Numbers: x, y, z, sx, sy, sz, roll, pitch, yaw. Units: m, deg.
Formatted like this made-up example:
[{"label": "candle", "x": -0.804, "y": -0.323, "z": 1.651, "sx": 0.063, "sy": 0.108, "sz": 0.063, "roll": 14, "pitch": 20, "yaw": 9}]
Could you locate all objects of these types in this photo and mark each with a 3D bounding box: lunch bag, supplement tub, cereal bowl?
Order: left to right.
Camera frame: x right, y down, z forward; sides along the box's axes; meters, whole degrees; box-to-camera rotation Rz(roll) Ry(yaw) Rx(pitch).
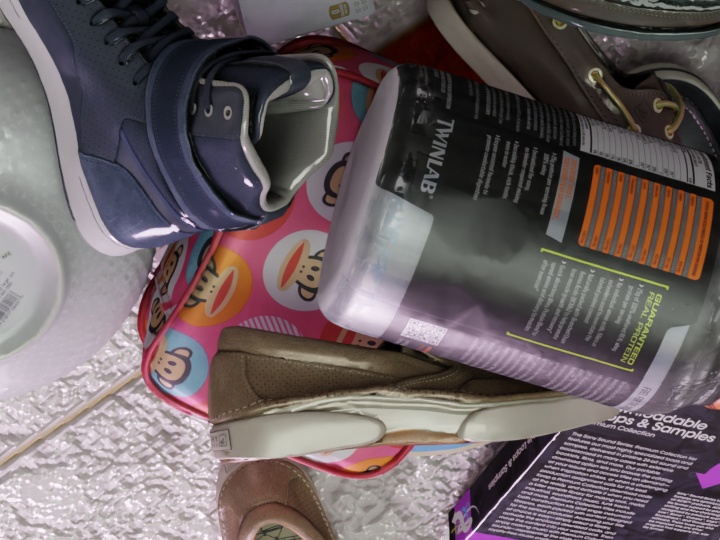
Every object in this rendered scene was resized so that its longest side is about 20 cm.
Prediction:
[{"label": "cereal bowl", "x": -0.194, "y": -0.014, "z": 1.002, "sx": 0.200, "sy": 0.083, "sz": 0.200, "roll": -6, "pitch": 120, "yaw": -10}, {"label": "lunch bag", "x": 0.000, "y": 0.000, "z": 1.023, "sx": 0.176, "sy": 0.082, "sz": 0.200, "roll": 25, "pitch": 106, "yaw": -16}, {"label": "supplement tub", "x": 0.090, "y": -0.009, "z": 0.920, "sx": 0.200, "sy": 0.123, "sz": 0.123, "roll": 17, "pitch": 116, "yaw": -7}]

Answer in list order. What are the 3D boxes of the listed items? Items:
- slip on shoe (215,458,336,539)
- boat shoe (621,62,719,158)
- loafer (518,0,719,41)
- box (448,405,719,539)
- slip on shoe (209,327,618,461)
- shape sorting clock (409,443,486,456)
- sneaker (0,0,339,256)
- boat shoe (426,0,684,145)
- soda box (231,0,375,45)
[{"label": "slip on shoe", "x": -0.032, "y": 0.191, "z": 1.175, "sx": 0.076, "sy": 0.061, "sz": 0.200, "roll": -15, "pitch": 123, "yaw": -4}, {"label": "boat shoe", "x": 0.172, "y": -0.017, "z": 1.095, "sx": 0.074, "sy": 0.062, "sz": 0.200, "roll": -10, "pitch": 122, "yaw": 4}, {"label": "loafer", "x": 0.085, "y": -0.162, "z": 0.939, "sx": 0.200, "sy": 0.072, "sz": 0.063, "roll": 19, "pitch": 153, "yaw": 8}, {"label": "box", "x": 0.153, "y": 0.110, "z": 1.143, "sx": 0.143, "sy": 0.036, "sz": 0.200, "roll": 13, "pitch": 141, "yaw": -19}, {"label": "slip on shoe", "x": 0.026, "y": 0.052, "z": 0.971, "sx": 0.200, "sy": 0.076, "sz": 0.061, "roll": -4, "pitch": 85, "yaw": -13}, {"label": "shape sorting clock", "x": 0.039, "y": 0.017, "z": 1.101, "sx": 0.200, "sy": 0.039, "sz": 0.200, "roll": -6, "pitch": 121, "yaw": -10}, {"label": "sneaker", "x": -0.087, "y": -0.110, "z": 0.914, "sx": 0.077, "sy": 0.146, "sz": 0.203, "roll": -30, "pitch": 108, "yaw": -43}, {"label": "boat shoe", "x": 0.122, "y": -0.080, "z": 1.016, "sx": 0.200, "sy": 0.072, "sz": 0.060, "roll": 45, "pitch": 106, "yaw": -4}, {"label": "soda box", "x": -0.048, "y": -0.206, "z": 0.929, "sx": 0.064, "sy": 0.068, "sz": 0.200, "roll": -17, "pitch": 123, "yaw": -3}]
